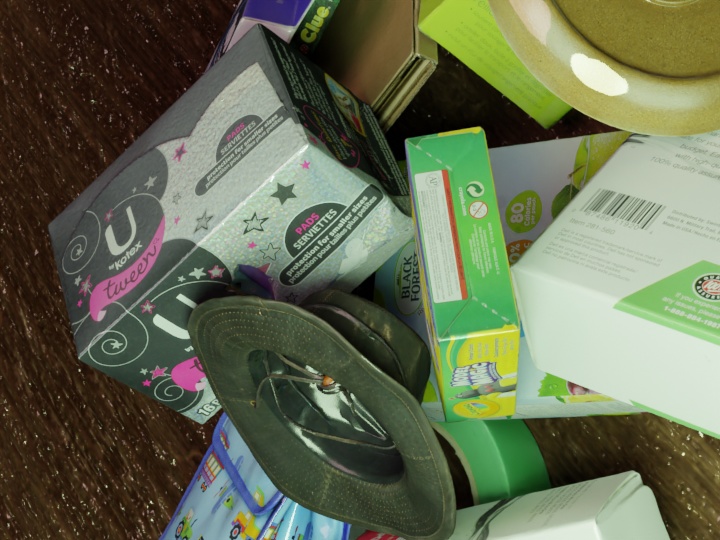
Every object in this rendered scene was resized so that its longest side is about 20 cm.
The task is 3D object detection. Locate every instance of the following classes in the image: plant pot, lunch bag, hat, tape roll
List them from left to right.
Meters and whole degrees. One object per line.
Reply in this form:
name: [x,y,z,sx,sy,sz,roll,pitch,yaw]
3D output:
lunch bag: [-0.049,0.139,1.196,0.200,0.094,0.151,-68,21,9]
hat: [-0.006,0.068,1.053,0.201,0.201,0.081,2,42,44]
tape roll: [0.040,0.172,1.218,0.200,0.048,0.201,-9,77,43]
plant pot: [0.165,-0.173,0.988,0.027,0.200,0.200,127,138,-69]

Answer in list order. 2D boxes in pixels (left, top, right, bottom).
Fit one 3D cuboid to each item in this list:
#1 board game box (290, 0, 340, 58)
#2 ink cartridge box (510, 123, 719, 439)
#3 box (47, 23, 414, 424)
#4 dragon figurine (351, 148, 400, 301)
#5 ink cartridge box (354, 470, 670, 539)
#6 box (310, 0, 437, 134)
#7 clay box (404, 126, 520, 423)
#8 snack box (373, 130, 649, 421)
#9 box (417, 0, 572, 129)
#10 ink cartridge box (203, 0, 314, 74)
board game box: [-0.018,-0.223,1.303,0.200,0.023,0.105,-61,9,18]
ink cartridge box: [0.201,-0.017,0.980,0.146,0.200,0.084,21,143,36]
box: [-0.082,-0.027,1.105,0.200,0.115,0.132,-42,41,18]
dragon figurine: [0.000,0.000,1.226,0.200,0.059,0.099,-86,-4,-46]
ink cartridge box: [0.093,0.219,1.081,0.200,0.083,0.145,-17,94,30]
box: [0.002,-0.152,1.248,0.164,0.021,0.200,-51,25,37]
clay box: [0.058,0.012,1.002,0.048,0.200,0.115,-9,70,0]
snack box: [0.106,0.008,1.131,0.200,0.068,0.169,-7,72,34]
box: [0.146,-0.189,1.118,0.200,0.122,0.048,-40,28,32]
ink cartridge box: [-0.078,-0.156,1.266,0.200,0.043,0.198,-60,10,19]
